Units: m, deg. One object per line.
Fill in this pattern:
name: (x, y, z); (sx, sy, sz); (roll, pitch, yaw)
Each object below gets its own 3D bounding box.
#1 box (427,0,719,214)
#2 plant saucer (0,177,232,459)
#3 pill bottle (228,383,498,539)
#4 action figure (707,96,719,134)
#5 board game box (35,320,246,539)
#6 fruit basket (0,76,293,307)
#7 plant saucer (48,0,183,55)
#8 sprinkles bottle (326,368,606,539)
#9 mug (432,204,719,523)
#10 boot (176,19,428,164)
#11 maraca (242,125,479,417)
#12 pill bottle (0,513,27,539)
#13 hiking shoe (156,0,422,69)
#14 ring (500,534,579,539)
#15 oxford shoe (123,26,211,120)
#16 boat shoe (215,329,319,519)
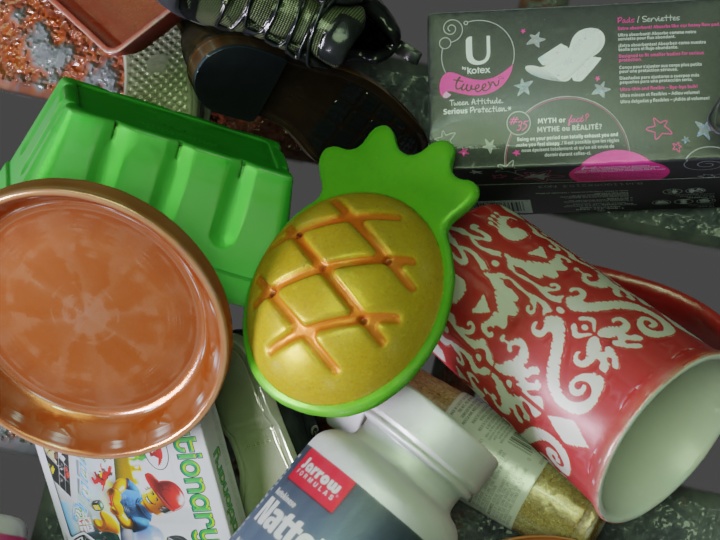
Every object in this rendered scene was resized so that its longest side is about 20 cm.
box: (0.150, -0.109, 1.665); (0.199, 0.132, 0.115); (-1, 77, 7)
plant saucer: (-0.177, 0.029, 1.568); (0.199, 0.032, 0.201); (7, 122, 11)
pill bottle: (-0.008, 0.172, 1.584); (0.119, 0.120, 0.200); (38, 84, 12)
action figure: (0.307, -0.092, 1.599); (0.102, 0.200, 0.119); (-25, 81, 31)
board game box: (-0.154, 0.117, 1.653); (0.126, 0.035, 0.201); (-4, 116, 19)
fruit basket: (-0.156, -0.010, 1.663); (0.215, 0.156, 0.217); (-3, 108, -8)
plant saucer: (-0.140, -0.244, 1.703); (0.200, 0.037, 0.200); (-40, 51, -10)
sprinkles bottle: (0.076, 0.123, 1.667); (0.200, 0.068, 0.068); (30, 86, 12)
mug: (0.143, 0.057, 1.642); (0.200, 0.177, 0.134); (39, 106, 30)
boot: (-0.042, -0.133, 1.704); (0.075, 0.200, 0.097); (-52, 38, 18)
maraca: (0.000, 0.000, 1.573); (0.137, 0.107, 0.201); (16, 72, 21)
pill bottle: (-0.299, 0.259, 1.675); (0.113, 0.113, 0.201); (9, 81, 10)
hiking shoe: (-0.045, -0.177, 1.603); (0.101, 0.200, 0.076); (33, 109, 41)
ring: (0.113, 0.272, 1.617); (0.200, 0.019, 0.201); (-2, 98, -12)
oxford shoe: (-0.133, -0.159, 1.756); (0.075, 0.058, 0.201); (-3, 65, 12)
boat shoe: (-0.049, 0.130, 1.683); (0.074, 0.066, 0.200); (-16, 97, 42)
